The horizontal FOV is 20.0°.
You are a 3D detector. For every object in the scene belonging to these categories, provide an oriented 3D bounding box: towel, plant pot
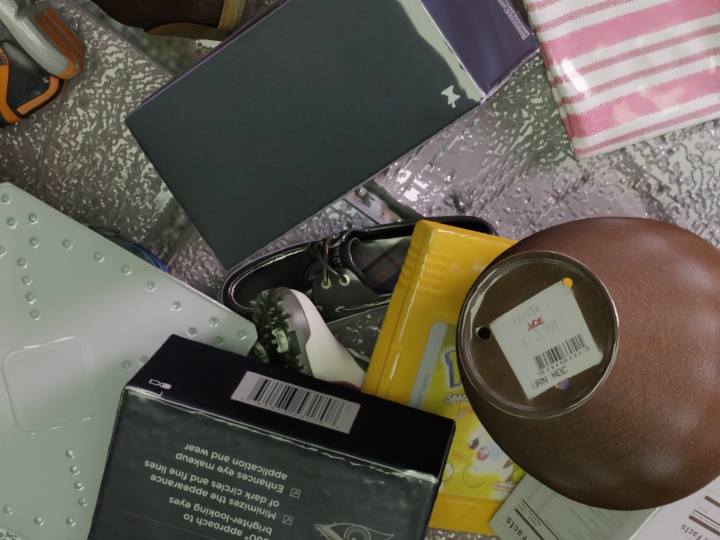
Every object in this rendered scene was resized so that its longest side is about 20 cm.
[{"bbox_3d":[0.183,-0.181,1.349,0.146,0.030,0.200,-18,110,5],"label":"towel"},{"bbox_3d":[0.133,0.047,1.203,0.187,0.200,0.187,-3,82,20],"label":"plant pot"}]

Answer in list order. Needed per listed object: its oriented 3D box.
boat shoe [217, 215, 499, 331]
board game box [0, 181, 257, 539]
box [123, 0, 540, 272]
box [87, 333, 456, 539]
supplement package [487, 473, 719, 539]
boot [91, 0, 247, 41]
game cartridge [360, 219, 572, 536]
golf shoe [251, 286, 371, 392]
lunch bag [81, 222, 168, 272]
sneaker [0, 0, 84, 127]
[{"bbox_3d":[0.000,0.000,1.370,0.200,0.066,0.070,-6,64,1],"label":"boat shoe"},{"bbox_3d":[-0.201,0.071,1.322,0.200,0.026,0.200,31,96,-20],"label":"board game box"},{"bbox_3d":[-0.012,-0.119,1.280,0.200,0.198,0.123,-33,96,20],"label":"box"},{"bbox_3d":[-0.064,0.170,1.273,0.196,0.117,0.200,17,106,4],"label":"box"},{"bbox_3d":[0.202,0.139,1.352,0.109,0.114,0.200,31,100,-38],"label":"supplement package"},{"bbox_3d":[-0.147,-0.201,1.263,0.166,0.200,0.072,19,75,-7],"label":"boot"},{"bbox_3d":[0.083,0.078,1.361,0.176,0.032,0.200,11,103,-32],"label":"game cartridge"},{"bbox_3d":[-0.010,0.078,1.372,0.088,0.077,0.200,-33,127,-13],"label":"golf shoe"},{"bbox_3d":[-0.224,0.063,1.392,0.160,0.082,0.200,12,99,0],"label":"lunch bag"},{"bbox_3d":[-0.286,-0.177,1.357,0.112,0.078,0.200,-37,94,20],"label":"sneaker"}]
